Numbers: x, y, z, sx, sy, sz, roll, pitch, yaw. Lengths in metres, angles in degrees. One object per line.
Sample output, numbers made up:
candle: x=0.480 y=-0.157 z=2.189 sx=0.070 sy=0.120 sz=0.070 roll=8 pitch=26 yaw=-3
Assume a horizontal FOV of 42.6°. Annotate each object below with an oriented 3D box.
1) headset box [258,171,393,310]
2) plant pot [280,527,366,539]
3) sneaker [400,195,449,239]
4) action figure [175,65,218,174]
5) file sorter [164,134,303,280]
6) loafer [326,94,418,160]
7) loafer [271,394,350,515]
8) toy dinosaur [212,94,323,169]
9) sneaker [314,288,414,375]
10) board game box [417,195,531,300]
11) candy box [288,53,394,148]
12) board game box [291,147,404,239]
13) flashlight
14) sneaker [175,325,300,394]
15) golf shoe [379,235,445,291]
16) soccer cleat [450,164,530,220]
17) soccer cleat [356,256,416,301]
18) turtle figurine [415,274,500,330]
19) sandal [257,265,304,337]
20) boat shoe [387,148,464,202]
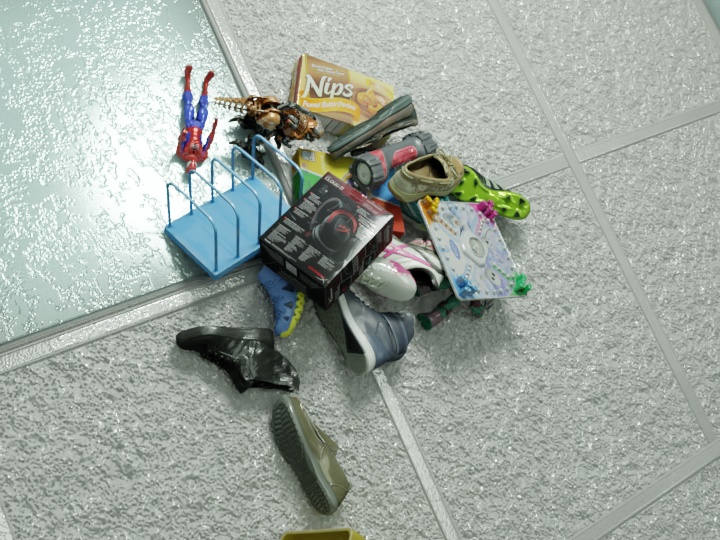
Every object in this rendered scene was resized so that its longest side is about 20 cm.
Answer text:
headset box: x=-0.048 y=-0.058 z=1.521 sx=0.147 sy=0.076 sz=0.200 roll=34 pitch=63 yaw=20
plant pot: x=-0.028 y=0.513 z=1.359 sx=0.175 sy=0.199 sz=0.203 roll=32 pitch=59 yaw=-24
sneaker: x=0.150 y=-0.101 z=1.745 sx=0.198 sy=0.080 sz=0.079 roll=30 pitch=60 yaw=-14
action figure: x=-0.279 y=-0.267 z=1.589 sx=0.064 sy=0.099 sz=0.204 roll=9 pitch=69 yaw=-21
file sorter: x=-0.206 y=-0.113 z=1.520 sx=0.138 sy=0.124 sz=0.199 roll=39 pitch=54 yaw=25
loafer: x=0.029 y=-0.251 z=1.698 sx=0.199 sy=0.072 sz=0.064 roll=-37 pitch=108 yaw=-21
loafer: x=-0.078 y=0.291 z=1.491 sx=0.069 sy=0.075 sz=0.203 roll=-22 pitch=86 yaw=-43
toy dinosaur: x=-0.163 y=-0.266 z=1.610 sx=0.199 sy=0.135 sz=0.103 roll=35 pitch=49 yaw=-21
sneaker: x=0.009 y=0.074 z=1.613 sx=0.144 sy=0.077 sz=0.205 roll=-15 pitch=70 yaw=-39
board game box: x=0.211 y=-0.043 z=1.676 sx=0.197 sy=0.026 sz=0.203 roll=-1 pitch=61 yaw=-43
candy box: x=-0.036 y=-0.320 z=1.752 sx=0.196 sy=0.055 sz=0.118 roll=15 pitch=66 yaw=-21
board game box: x=-0.024 y=-0.135 z=1.679 sx=0.196 sy=0.040 sz=0.156 roll=7 pitch=57 yaw=-24
flashlight: x=0.067 y=-0.202 z=1.706 sx=0.198 sy=0.067 sz=0.069 roll=-24 pitch=124 yaw=-41
sneaker: x=-0.197 y=0.148 z=1.486 sx=0.196 sy=0.060 sz=0.106 roll=2 pitch=70 yaw=-26
golf shoe: x=0.053 y=-0.015 z=1.631 sx=0.196 sy=0.073 sz=0.093 roll=7 pitch=50 yaw=6
soccer cleat: x=0.242 y=-0.152 z=1.824 sx=0.197 sy=0.081 sz=0.068 roll=27 pitch=94 yaw=6
soccer cleat: x=0.000 y=0.000 z=1.577 sx=0.198 sy=0.071 sz=0.086 roll=32 pitch=29 yaw=15
turtle figurine: x=0.186 y=0.024 z=1.709 sx=0.198 sy=0.101 sz=0.152 roll=-24 pitch=82 yaw=-26
sandal: x=-0.136 y=0.017 z=1.564 sx=0.085 sy=0.080 sz=0.204 roll=10 pitch=59 yaw=-17
boat shoe: x=0.133 y=-0.178 z=1.692 sx=0.073 sy=0.063 sz=0.199 roll=48 pitch=43 yaw=15
